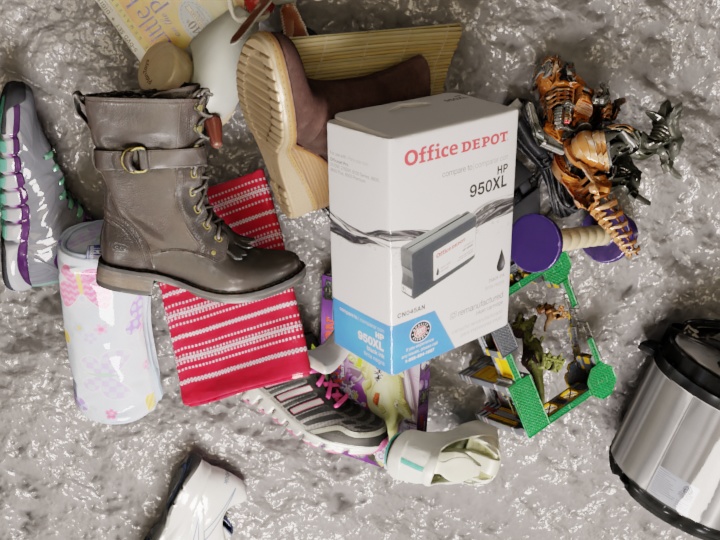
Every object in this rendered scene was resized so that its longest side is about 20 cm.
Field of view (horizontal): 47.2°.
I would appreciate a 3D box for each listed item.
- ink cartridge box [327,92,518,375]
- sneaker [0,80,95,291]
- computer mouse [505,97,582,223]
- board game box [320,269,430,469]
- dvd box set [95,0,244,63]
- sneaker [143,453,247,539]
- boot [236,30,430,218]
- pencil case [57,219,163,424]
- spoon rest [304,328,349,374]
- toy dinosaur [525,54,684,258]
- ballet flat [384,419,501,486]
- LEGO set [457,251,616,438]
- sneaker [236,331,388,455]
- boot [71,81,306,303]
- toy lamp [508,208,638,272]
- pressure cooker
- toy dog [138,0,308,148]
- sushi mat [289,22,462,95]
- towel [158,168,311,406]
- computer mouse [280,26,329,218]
[{"bbox_3d":[0.053,-0.035,0.696,0.144,0.084,0.202,-19,119,-34],"label":"ink cartridge box"},{"bbox_3d":[-0.298,-0.079,0.785,0.087,0.074,0.202,-3,116,-25],"label":"sneaker"},{"bbox_3d":[0.120,-0.065,0.822,0.199,0.053,0.139,-33,109,6],"label":"computer mouse"},{"bbox_3d":[0.014,0.107,0.853,0.119,0.032,0.202,13,112,33],"label":"board game box"},{"bbox_3d":[-0.144,-0.282,0.737,0.199,0.029,0.147,-32,109,6],"label":"dvd box set"},{"bbox_3d":[-0.193,0.303,0.913,0.087,0.075,0.201,24,106,-17],"label":"sneaker"},{"bbox_3d":[-0.014,-0.149,0.702,0.166,0.072,0.201,-35,148,-18],"label":"boot"},{"bbox_3d":[-0.240,0.050,0.800,0.090,0.083,0.202,-1,119,-13],"label":"pencil case"},{"bbox_3d":[0.000,0.000,0.790,0.099,0.061,0.201,26,94,25],"label":"spoon rest"},{"bbox_3d":[0.218,-0.108,0.772,0.134,0.102,0.202,-1,85,-25],"label":"toy dinosaur"},{"bbox_3d":[0.104,0.195,0.846,0.199,0.069,0.070,10,113,-50],"label":"ballet flat"},{"bbox_3d":[0.161,0.071,0.860,0.153,0.116,0.201,-37,106,-18],"label":"LEGO set"},{"bbox_3d":[-0.054,0.111,0.835,0.199,0.074,0.088,28,104,13],"label":"sneaker"},{"bbox_3d":[-0.138,-0.067,0.692,0.198,0.069,0.176,2,107,-12],"label":"boot"},{"bbox_3d":[0.210,-0.031,0.784,0.199,0.058,0.059,-6,117,-49],"label":"toy lamp"},{"bbox_3d":[0.373,0.156,0.853,0.174,0.179,0.202,17,107,-7],"label":"pressure cooker"},{"bbox_3d":[-0.100,-0.184,0.707,0.131,0.097,0.200,-7,148,-44],"label":"toy dog"},{"bbox_3d":[-0.002,-0.171,0.734,0.198,0.012,0.096,-13,144,-27],"label":"sushi mat"},{"bbox_3d":[-0.131,0.019,0.787,0.143,0.022,0.202,-15,87,19],"label":"towel"},{"bbox_3d":[-0.038,-0.138,0.798,0.058,0.034,0.202,-7,116,13],"label":"computer mouse"}]
